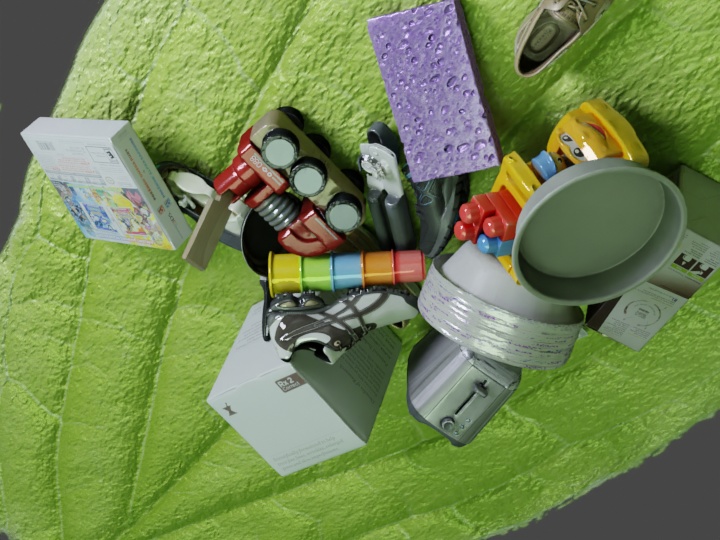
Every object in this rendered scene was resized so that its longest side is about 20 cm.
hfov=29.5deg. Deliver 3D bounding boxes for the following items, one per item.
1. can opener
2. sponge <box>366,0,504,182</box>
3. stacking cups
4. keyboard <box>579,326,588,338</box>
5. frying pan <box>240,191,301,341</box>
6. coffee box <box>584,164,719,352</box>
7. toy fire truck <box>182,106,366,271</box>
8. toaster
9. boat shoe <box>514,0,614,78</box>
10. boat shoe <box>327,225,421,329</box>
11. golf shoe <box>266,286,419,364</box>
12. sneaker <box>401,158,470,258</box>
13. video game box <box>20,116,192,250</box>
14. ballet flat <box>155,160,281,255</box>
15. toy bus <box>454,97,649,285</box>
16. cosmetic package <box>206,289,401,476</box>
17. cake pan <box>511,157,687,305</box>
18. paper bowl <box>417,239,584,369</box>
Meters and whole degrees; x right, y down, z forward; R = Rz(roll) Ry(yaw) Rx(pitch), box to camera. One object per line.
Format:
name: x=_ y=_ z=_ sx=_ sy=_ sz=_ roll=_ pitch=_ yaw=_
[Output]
can opener: x=0.040 y=-0.095 z=1.712 sx=0.052 sy=0.067 sz=0.200 roll=21 pitch=145 yaw=28
sponge: x=0.087 y=-0.207 z=1.575 sx=0.111 sy=0.030 sz=0.201 roll=-10 pitch=106 yaw=26
stacking cups: x=-0.016 y=0.002 z=1.745 sx=0.199 sy=0.061 sz=0.061 roll=-2 pitch=131 yaw=0
keyboard: x=0.217 y=0.027 z=1.788 sx=0.056 sy=0.011 sz=0.200 roll=-29 pitch=115 yaw=37
frying pan: x=-0.109 y=-0.015 z=1.798 sx=0.031 sy=0.115 sz=0.191 roll=18 pitch=128 yaw=44
coffee box: x=0.356 y=-0.012 z=1.631 sx=0.080 sy=0.113 sz=0.200 roll=26 pitch=133 yaw=-8
toy fire truck: x=-0.114 y=-0.073 z=1.701 sx=0.200 sy=0.129 sz=0.176 roll=-38 pitch=112 yaw=21
toaster: x=0.138 y=0.126 z=1.798 sx=0.113 sy=0.200 sz=0.129 roll=36 pitch=115 yaw=-14
boat shoe: x=0.232 y=-0.285 z=1.470 sx=0.071 sy=0.065 sz=0.200 roll=29 pitch=133 yaw=-7
boat shoe: x=0.000 y=0.000 z=1.797 sx=0.200 sy=0.076 sz=0.072 roll=40 pitch=133 yaw=-15
golf shoe: x=-0.018 y=0.074 z=1.730 sx=0.199 sy=0.095 sz=0.078 roll=-5 pitch=160 yaw=-5
sneaker: x=0.092 y=-0.108 z=1.681 sx=0.082 sy=0.073 sz=0.201 roll=18 pitch=124 yaw=12
video game box: x=-0.334 y=-0.115 z=1.795 sx=0.199 sy=0.047 sz=0.183 roll=9 pitch=134 yaw=42
ballet flat: x=-0.187 y=-0.084 z=1.791 sx=0.199 sy=0.073 sz=0.073 roll=31 pitch=133 yaw=-5
toy bus: x=0.207 y=-0.083 z=1.555 sx=0.191 sy=0.136 sz=0.201 roll=-8 pitch=138 yaw=-26
cosmetic package: x=-0.073 y=0.138 z=1.860 sx=0.164 sy=0.200 sz=0.165 roll=-26 pitch=118 yaw=36
cake pan: x=0.258 y=-0.045 z=1.499 sx=0.199 sy=0.037 sz=0.201 roll=-8 pitch=134 yaw=-8
paper bowl: x=0.177 y=0.031 z=1.668 sx=0.200 sy=0.201 sz=0.105 roll=19 pitch=108 yaw=3
